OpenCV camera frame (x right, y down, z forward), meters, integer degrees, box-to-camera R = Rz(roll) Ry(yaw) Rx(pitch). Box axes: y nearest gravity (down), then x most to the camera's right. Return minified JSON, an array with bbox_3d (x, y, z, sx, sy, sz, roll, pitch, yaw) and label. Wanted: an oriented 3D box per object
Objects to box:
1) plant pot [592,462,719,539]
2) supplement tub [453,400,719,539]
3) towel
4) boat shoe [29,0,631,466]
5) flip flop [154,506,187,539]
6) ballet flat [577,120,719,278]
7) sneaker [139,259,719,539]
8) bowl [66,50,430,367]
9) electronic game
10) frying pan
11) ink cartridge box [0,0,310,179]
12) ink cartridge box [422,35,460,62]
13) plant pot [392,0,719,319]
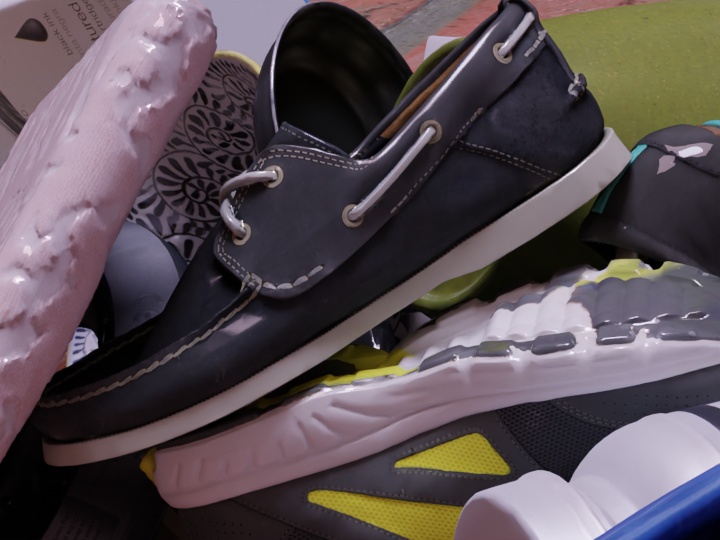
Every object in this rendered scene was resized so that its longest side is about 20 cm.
[{"bbox_3d":[0.128,0.129,0.527,0.179,0.201,0.200,-3,15,42],"label":"plant pot"},{"bbox_3d":[0.138,0.097,0.714,0.199,0.141,0.140,-12,16,-15],"label":"supplement tub"},{"bbox_3d":[-0.116,0.021,0.820,0.032,0.201,0.191,29,-15,-11],"label":"towel"},{"bbox_3d":[-0.018,-0.010,0.801,0.200,0.068,0.072,-32,13,-9],"label":"boat shoe"},{"bbox_3d":[-0.099,0.105,0.941,0.199,0.081,0.058,9,52,42],"label":"flip flop"},{"bbox_3d":[0.130,0.050,0.833,0.068,0.200,0.068,-35,6,-20],"label":"ballet flat"},{"bbox_3d":[0.036,0.056,0.794,0.199,0.085,0.074,-15,15,22],"label":"sneaker"},{"bbox_3d":[-0.033,0.023,1.036,0.094,0.202,0.201,12,5,-28],"label":"bowl"},{"bbox_3d":[-0.123,0.072,0.907,0.042,0.201,0.200,34,-8,-31],"label":"electronic game"},{"bbox_3d":[0.008,-0.002,0.938,0.031,0.191,0.115,-19,-7,30],"label":"frying pan"},{"bbox_3d":[-0.108,-0.076,1.169,0.199,0.145,0.084,-11,32,46],"label":"ink cartridge box"},{"bbox_3d":[0.145,-0.056,1.264,0.199,0.085,0.146,5,-5,38],"label":"ink cartridge box"},{"bbox_3d":[0.111,-0.018,0.933,0.199,0.188,0.187,8,6,-32],"label":"plant pot"}]
